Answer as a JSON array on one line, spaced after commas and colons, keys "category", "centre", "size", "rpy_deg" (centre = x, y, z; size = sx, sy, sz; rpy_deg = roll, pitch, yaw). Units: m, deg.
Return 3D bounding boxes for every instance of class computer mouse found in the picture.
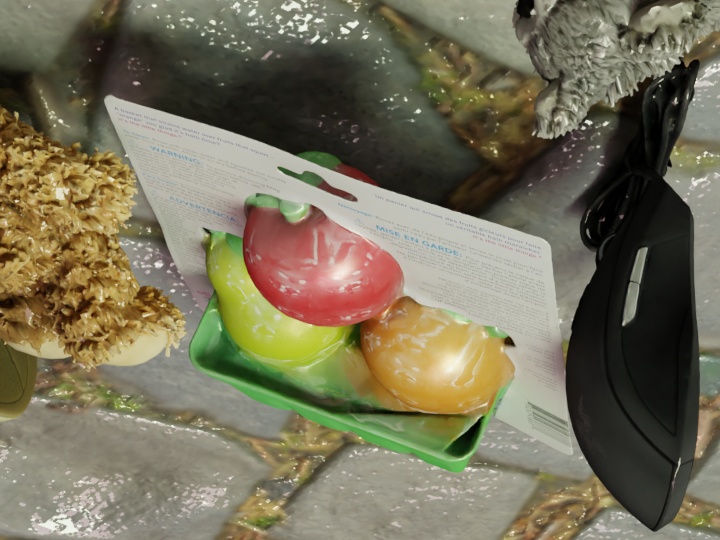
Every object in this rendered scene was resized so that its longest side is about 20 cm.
[{"category": "computer mouse", "centre": [0.102, 0.023, 0.971], "size": [0.046, 0.201, 0.141], "rpy_deg": [7, 149, -3]}]

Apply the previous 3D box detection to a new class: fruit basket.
[{"category": "fruit basket", "centre": [0.000, 0.000, 0.970], "size": [0.184, 0.094, 0.200], "rpy_deg": [19, 152, 17]}]

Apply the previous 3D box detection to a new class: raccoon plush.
[{"category": "raccoon plush", "centre": [0.135, -0.098, 0.856], "size": [0.199, 0.135, 0.097], "rpy_deg": [11, 139, -19]}]

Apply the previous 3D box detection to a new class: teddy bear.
[{"category": "teddy bear", "centre": [-0.147, -0.032, 0.949], "size": [0.200, 0.067, 0.145], "rpy_deg": [43, 156, -18]}]

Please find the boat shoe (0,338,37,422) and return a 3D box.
[{"category": "boat shoe", "centre": [-0.224, 0.007, 1.014], "size": [0.063, 0.074, 0.200], "rpy_deg": [-22, 139, 38]}]
